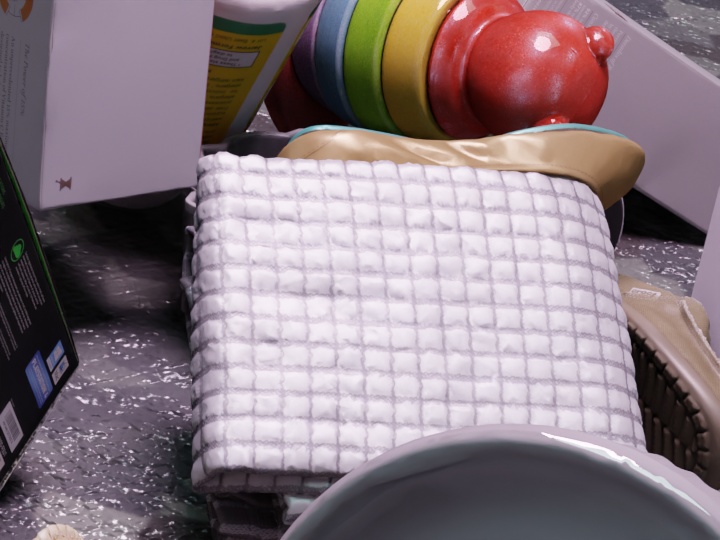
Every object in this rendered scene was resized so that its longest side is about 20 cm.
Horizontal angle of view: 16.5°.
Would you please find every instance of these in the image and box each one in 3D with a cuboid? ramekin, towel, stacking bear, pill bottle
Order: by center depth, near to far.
[{"bbox_3d":[0.062,0.145,0.806,0.201,0.204,0.094,19,12,17],"label":"ramekin"},{"bbox_3d":[0.018,0.044,1.081,0.198,0.086,0.167,2,60,-13],"label":"towel"},{"bbox_3d":[-0.097,-0.123,1.322,0.112,0.200,0.113,13,52,-17],"label":"pill bottle"},{"bbox_3d":[0.047,-0.115,1.343,0.199,0.122,0.114,19,-23,39],"label":"stacking bear"}]

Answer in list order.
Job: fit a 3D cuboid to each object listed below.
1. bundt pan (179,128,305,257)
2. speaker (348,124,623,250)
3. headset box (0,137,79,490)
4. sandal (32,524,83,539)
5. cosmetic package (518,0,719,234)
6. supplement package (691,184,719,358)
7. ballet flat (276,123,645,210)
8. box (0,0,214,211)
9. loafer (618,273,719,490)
[{"bbox_3d":[0.000,0.000,1.256,0.200,0.076,0.202,9,23,-4],"label":"bundt pan"},{"bbox_3d":[0.063,-0.059,1.422,0.081,0.082,0.200,-4,27,-33],"label":"speaker"},{"bbox_3d":[-0.235,-0.006,1.013,0.199,0.175,0.093,19,59,21],"label":"headset box"},{"bbox_3d":[-0.130,0.122,0.917,0.211,0.070,0.077,24,26,28],"label":"sandal"},{"bbox_3d":[0.146,-0.112,1.482,0.199,0.091,0.107,27,11,-27],"label":"cosmetic package"},{"bbox_3d":[0.293,0.007,1.327,0.198,0.118,0.117,9,24,-8],"label":"supplement package"},{"bbox_3d":[0.054,-0.031,1.201,0.198,0.069,0.063,-1,53,-22],"label":"ballet flat"},{"bbox_3d":[-0.171,-0.123,1.230,0.097,0.125,0.199,-10,26,-40],"label":"box"},{"bbox_3d":[0.147,0.044,1.224,0.067,0.077,0.200,-5,27,-20],"label":"loafer"}]
